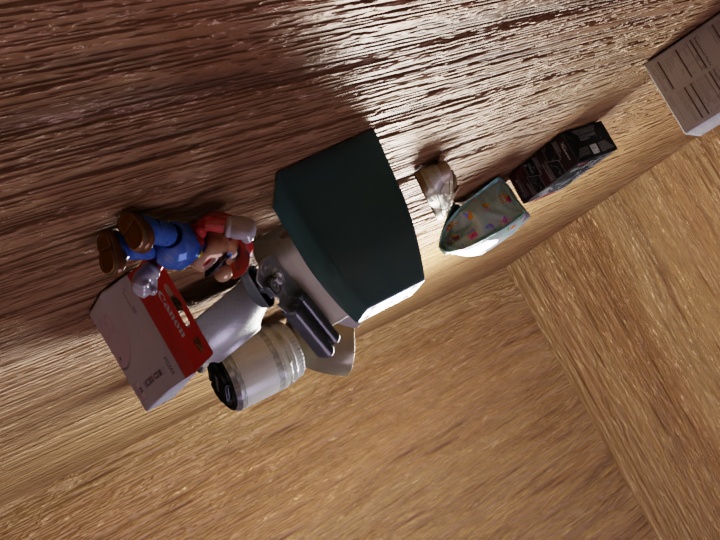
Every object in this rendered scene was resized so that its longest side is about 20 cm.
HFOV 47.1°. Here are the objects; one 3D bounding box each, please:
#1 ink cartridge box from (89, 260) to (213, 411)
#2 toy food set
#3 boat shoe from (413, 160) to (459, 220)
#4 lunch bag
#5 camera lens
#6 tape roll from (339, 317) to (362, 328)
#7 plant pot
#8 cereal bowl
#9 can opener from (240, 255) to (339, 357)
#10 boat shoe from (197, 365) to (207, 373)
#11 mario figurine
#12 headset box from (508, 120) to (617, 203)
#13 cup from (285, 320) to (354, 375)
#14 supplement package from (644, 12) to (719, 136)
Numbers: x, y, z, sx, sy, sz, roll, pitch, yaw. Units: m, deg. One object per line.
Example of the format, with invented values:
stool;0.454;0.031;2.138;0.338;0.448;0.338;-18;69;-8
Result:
ink cartridge box;-0.280;0.082;1.086;0.057;0.163;0.200;-28;172;-32
toy food set;-0.058;-0.001;1.291;0.143;0.201;0.061;-29;-145;10
boat shoe;0.141;-0.141;1.427;0.065;0.073;0.200;-28;165;7
lunch bag;0.265;-0.105;1.837;0.199;0.122;0.170;-37;170;14
camera lens;-0.250;0.225;1.946;0.199;0.161;0.160;-23;170;-28
tape roll;0.000;0.000;1.437;0.037;0.205;0.203;15;159;-10
plant pot;-0.006;-0.046;1.081;0.140;0.201;0.141;-26;170;-14
cereal bowl;-0.230;0.095;1.396;0.199;0.084;0.200;-38;-177;2
can opener;-0.108;0.058;1.265;0.066;0.201;0.054;-7;-136;35
boat shoe;-0.349;0.178;1.779;0.067;0.057;0.200;-63;-177;-14
mario figurine;-0.195;-0.016;0.958;0.122;0.107;0.199;8;-174;36
headset box;0.429;-0.228;1.789;0.148;0.078;0.200;-21;169;-36
cup;-0.109;0.166;2.048;0.142;0.202;0.200;-3;162;-18
supplement package;0.650;-0.361;1.486;0.199;0.152;0.151;-33;169;30
